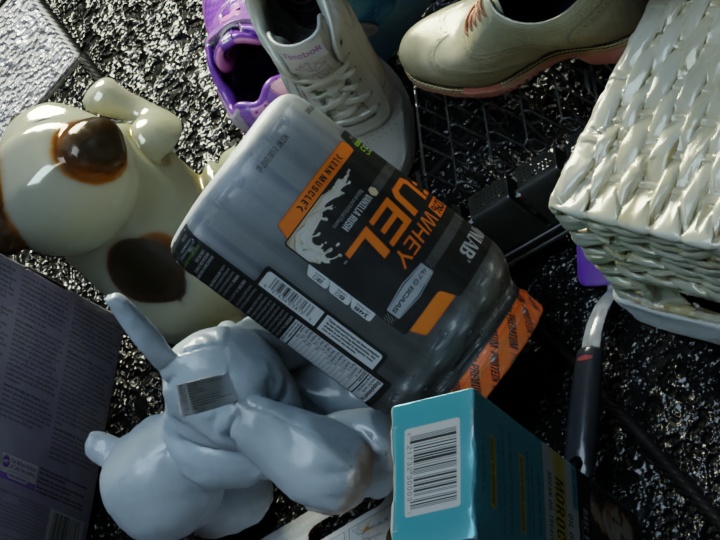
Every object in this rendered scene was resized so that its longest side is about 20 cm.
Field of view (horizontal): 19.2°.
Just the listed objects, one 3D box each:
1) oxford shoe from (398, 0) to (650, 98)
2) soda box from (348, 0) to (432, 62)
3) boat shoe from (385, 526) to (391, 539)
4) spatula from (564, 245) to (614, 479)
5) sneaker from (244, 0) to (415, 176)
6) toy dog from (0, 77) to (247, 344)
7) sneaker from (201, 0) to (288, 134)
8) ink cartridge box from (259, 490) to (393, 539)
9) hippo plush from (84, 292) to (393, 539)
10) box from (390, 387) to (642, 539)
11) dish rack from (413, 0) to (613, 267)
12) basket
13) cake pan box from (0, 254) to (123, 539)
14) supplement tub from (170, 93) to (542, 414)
[{"bbox_3d":[0.089,-0.154,1.260,0.200,0.074,0.071,-12,61,43],"label":"oxford shoe"},{"bbox_3d":[0.023,-0.217,1.389,0.200,0.068,0.064,-52,49,37],"label":"soda box"},{"bbox_3d":[0.054,0.158,1.171,0.071,0.065,0.200,-38,9,33],"label":"boat shoe"},{"bbox_3d":[0.138,0.035,1.237,0.056,0.021,0.200,-12,51,37],"label":"spatula"},{"bbox_3d":[-0.028,-0.127,1.346,0.075,0.200,0.100,-22,24,16],"label":"sneaker"},{"bbox_3d":[-0.165,-0.033,1.399,0.139,0.200,0.194,-29,51,24],"label":"toy dog"},{"bbox_3d":[-0.072,-0.153,1.469,0.080,0.088,0.200,-39,47,17],"label":"sneaker"},{"bbox_3d":[0.008,0.210,1.253,0.161,0.050,0.200,-33,32,21],"label":"ink cartridge box"},{"bbox_3d":[-0.078,0.117,1.284,0.159,0.200,0.161,52,122,24],"label":"hippo plush"},{"bbox_3d":[0.085,0.138,1.108,0.049,0.200,0.082,-15,58,27],"label":"box"},{"bbox_3d":[0.097,-0.110,1.326,0.153,0.055,0.200,-30,48,30],"label":"dish rack"},{"bbox_3d":[0.212,-0.071,1.165,0.135,0.123,0.200,16,74,42],"label":"basket"},{"bbox_3d":[-0.234,0.092,1.389,0.052,0.200,0.185,0,73,29],"label":"cake pan box"},{"bbox_3d":[0.000,0.000,1.246,0.123,0.200,0.123,-54,3,4],"label":"supplement tub"}]
